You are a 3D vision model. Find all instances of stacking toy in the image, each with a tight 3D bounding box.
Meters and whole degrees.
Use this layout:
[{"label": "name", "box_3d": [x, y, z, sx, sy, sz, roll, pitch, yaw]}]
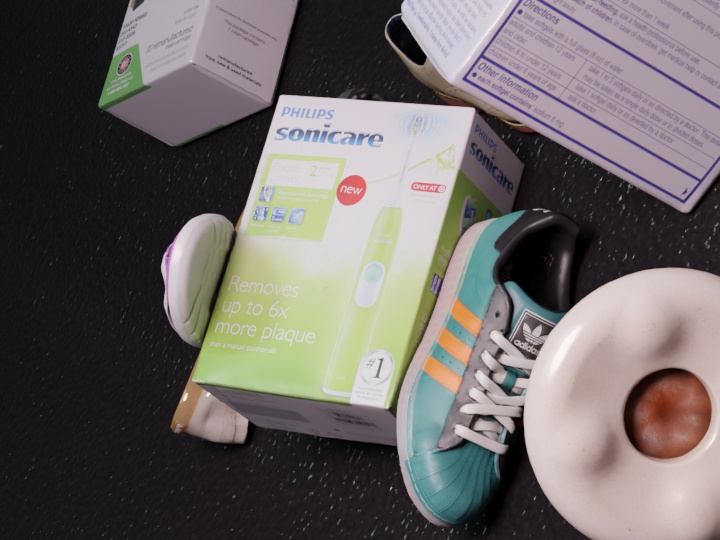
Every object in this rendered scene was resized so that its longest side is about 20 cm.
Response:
[{"label": "stacking toy", "box_3d": [0.142, 0.062, 1.253, 0.146, 0.146, 0.200, -62, 10, 2]}]

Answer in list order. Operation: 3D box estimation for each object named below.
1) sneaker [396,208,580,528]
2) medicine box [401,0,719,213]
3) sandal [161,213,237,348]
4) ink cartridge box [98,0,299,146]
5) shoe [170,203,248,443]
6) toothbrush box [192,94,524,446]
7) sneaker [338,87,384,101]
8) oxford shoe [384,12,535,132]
[{"label": "sneaker", "box_3d": [0.079, 0.051, 1.378, 0.080, 0.071, 0.200, -23, 47, 55]}, {"label": "medicine box", "box_3d": [0.157, -0.165, 1.309, 0.200, 0.182, 0.103, -54, 31, 16]}, {"label": "sandal", "box_3d": [-0.104, 0.009, 1.515, 0.203, 0.050, 0.083, 37, -116, -77]}, {"label": "ink cartridge box", "box_3d": [-0.118, -0.217, 1.889, 0.145, 0.084, 0.200, -18, 52, 52]}, {"label": "shoe", "box_3d": [-0.080, 0.032, 1.677, 0.070, 0.053, 0.200, 102, -175, -68]}, {"label": "toothbrush box", "box_3d": [0.000, 0.000, 1.478, 0.145, 0.086, 0.200, 7, 70, 31]}, {"label": "sneaker", "box_3d": [-0.024, -0.032, 1.612, 0.090, 0.066, 0.200, -26, 48, 44]}, {"label": "oxford shoe", "box_3d": [0.082, -0.135, 1.515, 0.200, 0.075, 0.071, 7, 73, 59]}]
